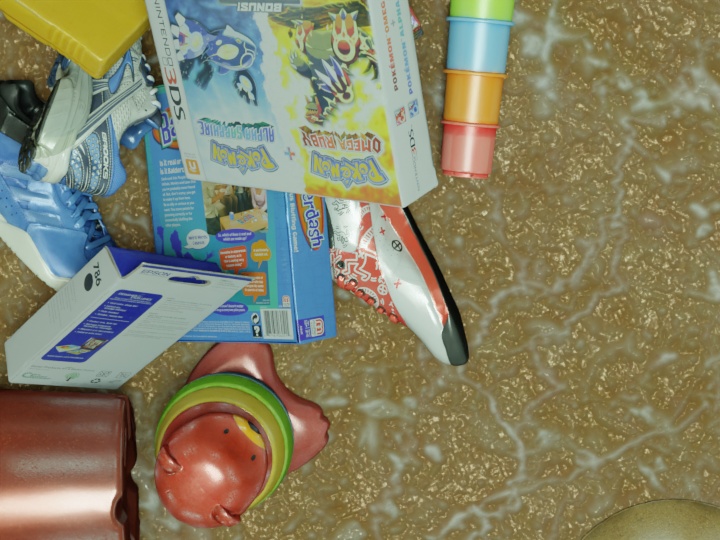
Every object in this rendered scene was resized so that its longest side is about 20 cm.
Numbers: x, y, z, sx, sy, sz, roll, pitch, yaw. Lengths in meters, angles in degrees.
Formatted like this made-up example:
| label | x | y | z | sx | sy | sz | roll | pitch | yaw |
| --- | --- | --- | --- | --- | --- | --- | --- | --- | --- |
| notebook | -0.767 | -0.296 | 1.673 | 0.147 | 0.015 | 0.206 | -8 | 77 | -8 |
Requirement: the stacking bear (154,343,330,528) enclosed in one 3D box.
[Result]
| label | x | y | z | sx | sy | sz | roll | pitch | yaw |
| --- | --- | --- | --- | --- | --- | --- | --- | --- | --- |
| stacking bear | -0.101 | 0.132 | 1.017 | 0.114 | 0.200 | 0.122 | -39 | 93 | 6 |

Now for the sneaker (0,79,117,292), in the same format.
| label | x | y | z | sx | sy | sz | roll | pitch | yaw |
| --- | --- | --- | --- | --- | --- | --- | --- | --- | --- |
| sneaker | -0.228 | -0.063 | 1.064 | 0.200 | 0.077 | 0.111 | 43 | 106 | 4 |

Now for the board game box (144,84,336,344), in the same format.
| label | x | y | z | sx | sy | sz | roll | pitch | yaw |
| --- | --- | --- | --- | --- | --- | --- | --- | --- | --- |
| board game box | -0.094 | -0.046 | 1.032 | 0.152 | 0.045 | 0.201 | -1 | 96 | 41 |

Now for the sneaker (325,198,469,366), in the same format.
| label | x | y | z | sx | sy | sz | roll | pitch | yaw |
| --- | --- | --- | --- | --- | --- | --- | --- | --- | --- |
| sneaker | 0.000 | -0.001 | 1.067 | 0.108 | 0.067 | 0.202 | -26 | 92 | 8 |

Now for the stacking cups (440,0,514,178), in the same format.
| label | x | y | z | sx | sy | sz | roll | pitch | yaw |
| --- | --- | --- | --- | --- | --- | --- | --- | --- | --- |
| stacking cups | 0.094 | -0.171 | 1.047 | 0.060 | 0.061 | 0.201 | 3 | 98 | 3 |

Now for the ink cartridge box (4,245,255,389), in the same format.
| label | x | y | z | sx | sy | sz | roll | pitch | yaw |
| --- | --- | --- | --- | --- | --- | --- | --- | --- | --- |
| ink cartridge box | -0.174 | 0.031 | 1.016 | 0.200 | 0.099 | 0.039 | -35 | 58 | 39 |

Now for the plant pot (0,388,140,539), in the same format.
| label | x | y | z | sx | sy | sz | roll | pitch | yaw |
| --- | --- | --- | --- | --- | --- | --- | --- | --- | --- |
| plant pot | -0.271 | 0.172 | 1.046 | 0.195 | 0.201 | 0.202 | -2 | 96 | -5 |

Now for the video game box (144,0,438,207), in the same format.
| label | x | y | z | sx | sy | sz | roll | pitch | yaw |
| --- | --- | --- | --- | --- | --- | --- | --- | --- | --- |
| video game box | -0.052 | -0.140 | 0.893 | 0.200 | 0.047 | 0.183 | 9 | 123 | 38 |

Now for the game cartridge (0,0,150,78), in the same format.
| label | x | y | z | sx | sy | sz | roll | pitch | yaw |
| --- | --- | --- | --- | --- | --- | --- | --- | --- | --- |
| game cartridge | -0.225 | -0.252 | 1.014 | 0.200 | 0.032 | 0.176 | 36 | 53 | -2 |

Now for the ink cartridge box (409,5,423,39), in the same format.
| label | x | y | z | sx | sy | sz | roll | pitch | yaw |
| --- | --- | --- | --- | --- | --- | --- | --- | --- | --- |
| ink cartridge box | -0.004 | -0.205 | 0.975 | 0.050 | 0.200 | 0.109 | -33 | 94 | 7 |

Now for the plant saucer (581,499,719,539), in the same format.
| label | x | y | z | sx | sy | sz | roll | pitch | yaw |
| --- | --- | --- | --- | --- | --- | --- | --- | --- | --- |
| plant saucer | 0.253 | 0.286 | 1.099 | 0.199 | 0.035 | 0.201 | 0 | 97 | 3 |

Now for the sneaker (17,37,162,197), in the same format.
| label | x | y | z | sx | sy | sz | roll | pitch | yaw |
| --- | --- | --- | --- | --- | --- | --- | --- | --- | --- |
| sneaker | -0.189 | -0.134 | 1.029 | 0.085 | 0.077 | 0.200 | 27 | 53 | -21 |
